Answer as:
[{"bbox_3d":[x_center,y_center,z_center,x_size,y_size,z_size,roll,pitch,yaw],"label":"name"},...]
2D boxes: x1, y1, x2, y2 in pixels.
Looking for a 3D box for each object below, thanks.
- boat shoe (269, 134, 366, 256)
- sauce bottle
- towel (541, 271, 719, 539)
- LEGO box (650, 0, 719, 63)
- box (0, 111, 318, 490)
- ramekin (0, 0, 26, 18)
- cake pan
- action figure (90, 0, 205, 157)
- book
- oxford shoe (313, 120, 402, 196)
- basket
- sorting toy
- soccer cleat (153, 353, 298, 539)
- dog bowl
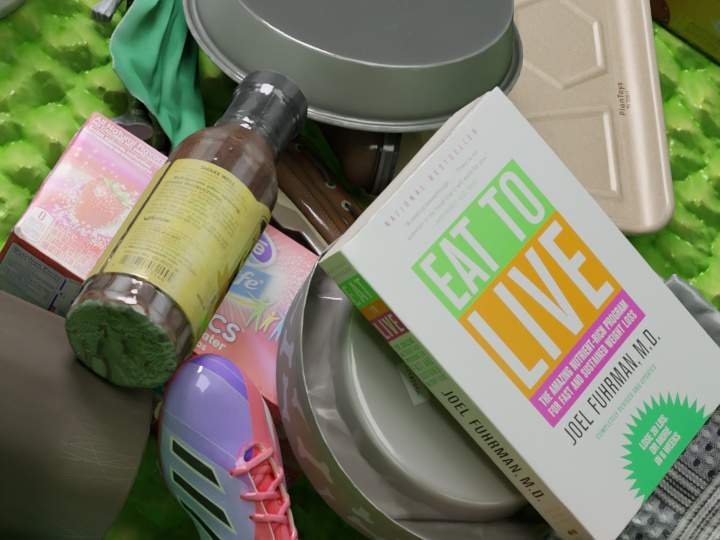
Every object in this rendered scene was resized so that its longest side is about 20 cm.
[{"bbox_3d":[0.000,0.000,1.326,0.068,0.072,0.200,-35,82,-32],"label":"boat shoe"},{"bbox_3d":[-0.080,-0.027,1.186,0.065,0.065,0.200,34,49,-4],"label":"sauce bottle"},{"bbox_3d":[0.150,0.113,1.293,0.192,0.035,0.200,41,90,2],"label":"towel"},{"bbox_3d":[0.302,-0.177,1.505,0.199,0.149,0.077,34,56,-5],"label":"LEGO box"},{"bbox_3d":[-0.094,0.022,1.256,0.199,0.103,0.095,33,56,-4],"label":"box"},{"bbox_3d":[-0.251,-0.242,1.322,0.199,0.105,0.201,10,61,-19],"label":"ramekin"},{"bbox_3d":[-0.001,-0.154,1.332,0.199,0.037,0.201,9,40,-7],"label":"cake pan"},{"bbox_3d":[-0.119,-0.132,1.337,0.054,0.118,0.201,-14,42,12],"label":"action figure"},{"bbox_3d":[0.086,0.027,1.187,0.200,0.048,0.134,48,58,-8],"label":"book"},{"bbox_3d":[-0.029,-0.115,1.362,0.084,0.073,0.201,-1,42,-22],"label":"oxford shoe"},{"bbox_3d":[-0.215,0.061,1.160,0.199,0.180,0.137,22,85,-23],"label":"basket"},{"bbox_3d":[0.089,-0.110,1.449,0.199,0.037,0.186,5,61,-16],"label":"sorting toy"},{"bbox_3d":[-0.051,0.136,1.175,0.066,0.076,0.201,-24,118,-32],"label":"soccer cleat"},{"bbox_3d":[0.045,0.057,1.210,0.199,0.059,0.201,11,65,-25],"label":"dog bowl"}]
